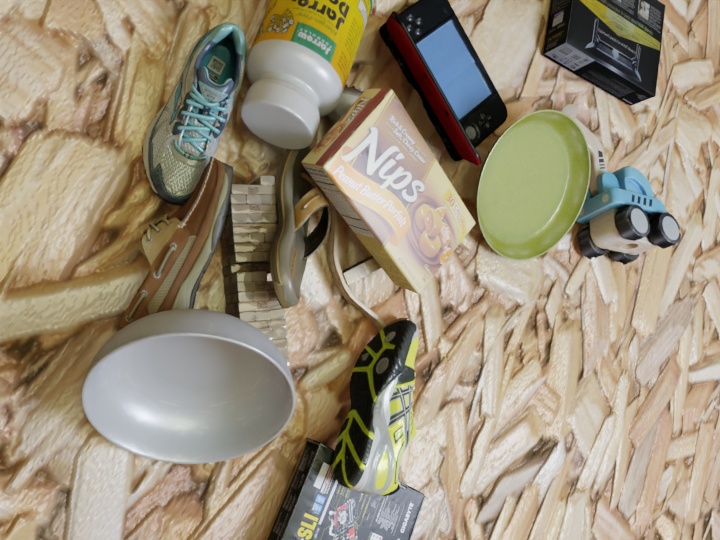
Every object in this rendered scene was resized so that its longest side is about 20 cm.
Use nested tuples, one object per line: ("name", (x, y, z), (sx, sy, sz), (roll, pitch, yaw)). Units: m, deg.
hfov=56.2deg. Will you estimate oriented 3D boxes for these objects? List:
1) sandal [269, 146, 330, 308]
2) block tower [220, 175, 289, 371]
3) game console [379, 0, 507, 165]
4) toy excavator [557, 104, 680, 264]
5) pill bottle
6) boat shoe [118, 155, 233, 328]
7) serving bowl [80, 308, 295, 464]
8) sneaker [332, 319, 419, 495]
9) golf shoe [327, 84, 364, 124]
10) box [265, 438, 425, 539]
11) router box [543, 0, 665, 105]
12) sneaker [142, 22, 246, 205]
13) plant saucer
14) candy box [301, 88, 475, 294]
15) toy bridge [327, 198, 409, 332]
("sandal", (-0.060, -0.052, 0.734), (0.052, 0.081, 0.204), (-5, 55, 11))
("block tower", (-0.118, 0.004, 0.736), (0.056, 0.054, 0.206), (-2, 86, -28))
("game console", (0.121, -0.250, 0.850), (0.172, 0.118, 0.202), (-40, 104, -25))
("toy excavator", (0.360, -0.128, 0.996), (0.190, 0.100, 0.206), (9, 68, -26))
("pill bottle", (-0.061, -0.243, 0.744), (0.111, 0.112, 0.204), (27, 68, -23))
("boat shoe", (-0.185, -0.018, 0.673), (0.072, 0.076, 0.205), (21, 93, -14))
("serving bowl", (-0.162, 0.104, 0.652), (0.196, 0.201, 0.067), (19, 37, -25))
("sneaker", (0.030, 0.155, 0.771), (0.076, 0.075, 0.204), (33, 65, -30))
("golf shoe", (0.022, -0.133, 0.813), (0.200, 0.072, 0.093), (45, 69, -18))
("box", (-0.029, 0.318, 0.762), (0.157, 0.049, 0.204), (29, 73, -21))
("router box", (0.378, -0.370, 1.036), (0.196, 0.052, 0.162), (19, 77, -26))
("sneaker", (-0.171, -0.170, 0.703), (0.076, 0.086, 0.205), (19, 77, -24))
("plant saucer", (0.229, -0.116, 0.914), (0.195, 0.031, 0.205), (-11, 114, -26))
("candy box", (0.037, -0.085, 0.757), (0.116, 0.055, 0.201), (-49, 122, -15))
("toy bridge", (0.000, 0.000, 0.815), (0.066, 0.027, 0.204), (-25, 98, -25))
